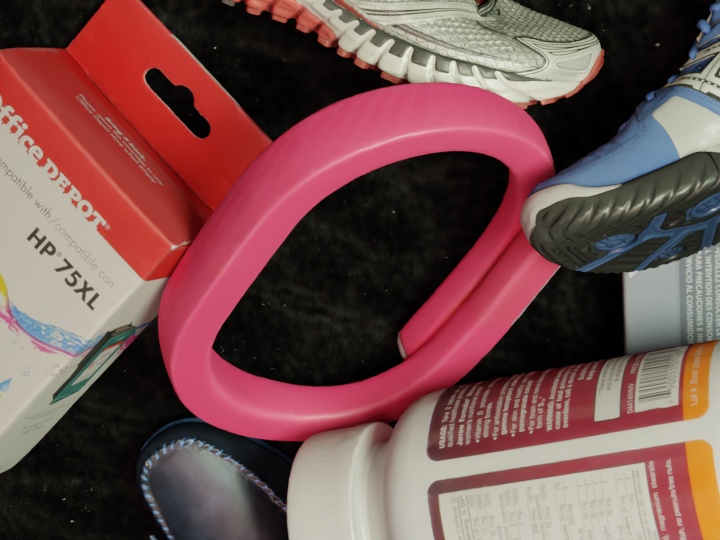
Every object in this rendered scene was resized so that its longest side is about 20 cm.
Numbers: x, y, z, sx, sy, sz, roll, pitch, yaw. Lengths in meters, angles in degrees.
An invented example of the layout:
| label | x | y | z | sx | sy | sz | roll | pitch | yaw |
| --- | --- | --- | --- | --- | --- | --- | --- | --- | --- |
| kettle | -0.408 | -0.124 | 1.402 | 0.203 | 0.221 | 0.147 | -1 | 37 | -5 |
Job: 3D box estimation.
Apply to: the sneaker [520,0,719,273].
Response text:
| label | x | y | z | sx | sy | sz | roll | pitch | yaw |
| --- | --- | --- | --- | --- | --- | --- | --- | --- | --- |
| sneaker | 0.149 | -0.064 | 0.877 | 0.200 | 0.076 | 0.077 | -26 | 72 | -12 |

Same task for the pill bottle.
| label | x | y | z | sx | sy | sz | roll | pitch | yaw |
| --- | --- | --- | --- | --- | --- | --- | --- | --- | --- |
| pill bottle | 0.078 | 0.097 | 0.907 | 0.200 | 0.110 | 0.110 | -11 | 107 | 22 |

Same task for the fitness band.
| label | x | y | z | sx | sy | sz | roll | pitch | yaw |
| --- | --- | --- | --- | --- | --- | --- | --- | --- | --- |
| fitness band | 0.000 | 0.000 | 0.901 | 0.144 | 0.037 | 0.200 | 11 | 134 | -30 |

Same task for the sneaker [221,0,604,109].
| label | x | y | z | sx | sy | sz | roll | pitch | yaw |
| --- | --- | --- | --- | --- | --- | --- | --- | --- | --- |
| sneaker | 0.009 | -0.127 | 0.886 | 0.200 | 0.078 | 0.082 | 25 | 107 | -3 |

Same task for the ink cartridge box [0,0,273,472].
| label | x | y | z | sx | sy | sz | roll | pitch | yaw |
| --- | --- | --- | --- | --- | --- | --- | --- | --- | --- |
| ink cartridge box | -0.141 | -0.014 | 0.929 | 0.116 | 0.067 | 0.200 | 46 | 108 | 9 |

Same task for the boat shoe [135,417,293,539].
| label | x | y | z | sx | sy | sz | roll | pitch | yaw |
| --- | --- | --- | --- | --- | --- | --- | --- | --- | --- |
| boat shoe | -0.023 | 0.148 | 0.984 | 0.200 | 0.069 | 0.084 | 43 | 107 | -9 |

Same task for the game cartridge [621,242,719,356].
| label | x | y | z | sx | sy | sz | roll | pitch | yaw |
| --- | --- | --- | --- | --- | --- | --- | --- | --- | --- |
| game cartridge | 0.181 | 0.045 | 0.948 | 0.133 | 0.040 | 0.200 | 0 | 108 | 10 |
